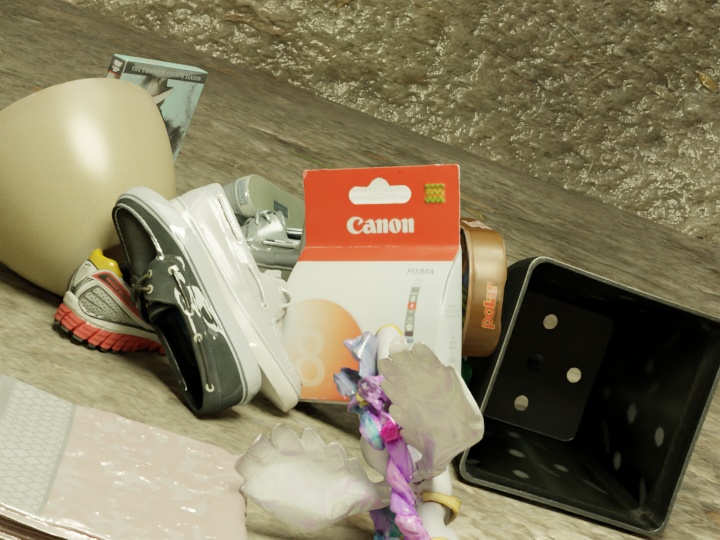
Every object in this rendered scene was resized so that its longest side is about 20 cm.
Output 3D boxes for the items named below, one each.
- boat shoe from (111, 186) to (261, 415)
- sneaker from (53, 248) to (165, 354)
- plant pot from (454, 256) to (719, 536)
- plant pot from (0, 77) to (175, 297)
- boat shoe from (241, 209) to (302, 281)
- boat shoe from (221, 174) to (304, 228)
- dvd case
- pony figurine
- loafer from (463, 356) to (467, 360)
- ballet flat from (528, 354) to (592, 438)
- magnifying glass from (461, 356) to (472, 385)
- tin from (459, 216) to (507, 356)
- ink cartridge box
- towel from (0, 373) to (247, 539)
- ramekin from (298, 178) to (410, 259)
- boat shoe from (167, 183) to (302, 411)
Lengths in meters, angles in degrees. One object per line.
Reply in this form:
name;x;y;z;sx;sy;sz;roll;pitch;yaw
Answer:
boat shoe;-0.149;0.023;1.199;0.057;0.069;0.200;-23;77;-41
sneaker;-0.161;0.029;1.290;0.200;0.082;0.078;9;18;-47
plant pot;0.186;0.101;1.362;0.199;0.200;0.177;18;2;-13
plant pot;-0.242;-0.053;1.320;0.200;0.200;0.135;4;49;-54
boat shoe;-0.097;-0.031;1.622;0.200;0.072;0.070;11;15;-19
boat shoe;-0.112;-0.055;1.728;0.071;0.070;0.201;-11;-23;21
dvd case;-0.232;-0.115;1.501;0.022;0.200;0.146;27;13;23
pony figurine;0.025;0.126;1.042;0.193;0.166;0.200;52;17;-25
loafer;0.083;0.071;1.544;0.063;0.072;0.200;9;-11;30
ballet flat;0.169;0.082;1.500;0.200;0.057;0.066;53;-9;4
magnifying glass;0.076;0.085;1.387;0.022;0.080;0.200;44;27;-14
tin;0.092;0.013;1.323;0.042;0.112;0.200;8;8;-8
ink cartridge box;0.006;0.013;1.257;0.162;0.200;0.050;0;3;32
towel;-0.161;0.136;0.961;0.191;0.032;0.200;20;13;-9
ramekin;0.000;0.000;1.447;0.094;0.203;0.202;5;17;-15
boat shoe;-0.094;0.020;1.256;0.200;0.068;0.072;58;-16;4
